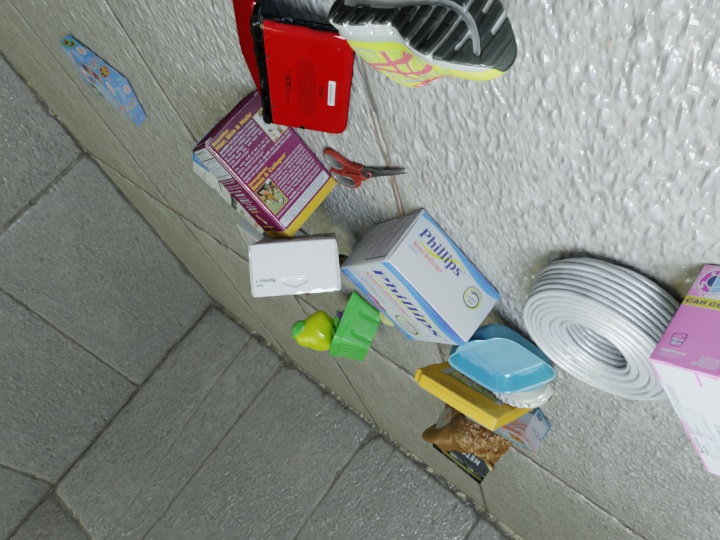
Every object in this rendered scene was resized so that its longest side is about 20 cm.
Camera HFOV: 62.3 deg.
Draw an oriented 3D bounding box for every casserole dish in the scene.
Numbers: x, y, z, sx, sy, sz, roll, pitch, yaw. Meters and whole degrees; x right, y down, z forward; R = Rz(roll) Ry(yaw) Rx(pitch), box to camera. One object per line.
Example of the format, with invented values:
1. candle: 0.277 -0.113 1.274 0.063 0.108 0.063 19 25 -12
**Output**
1. casserole dish: 0.224 0.139 0.941 0.120 0.039 0.198 -28 133 36

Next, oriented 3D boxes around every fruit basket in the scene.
1. fruit basket: -0.061 0.139 1.475 0.212 0.158 0.216 22 161 8

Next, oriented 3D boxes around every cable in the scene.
1. cable: 0.285 0.069 0.699 0.198 0.069 0.201 29 159 35

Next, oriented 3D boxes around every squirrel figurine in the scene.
1. squirrel figurine: 0.282 0.409 1.437 0.186 0.143 0.199 38 167 -13

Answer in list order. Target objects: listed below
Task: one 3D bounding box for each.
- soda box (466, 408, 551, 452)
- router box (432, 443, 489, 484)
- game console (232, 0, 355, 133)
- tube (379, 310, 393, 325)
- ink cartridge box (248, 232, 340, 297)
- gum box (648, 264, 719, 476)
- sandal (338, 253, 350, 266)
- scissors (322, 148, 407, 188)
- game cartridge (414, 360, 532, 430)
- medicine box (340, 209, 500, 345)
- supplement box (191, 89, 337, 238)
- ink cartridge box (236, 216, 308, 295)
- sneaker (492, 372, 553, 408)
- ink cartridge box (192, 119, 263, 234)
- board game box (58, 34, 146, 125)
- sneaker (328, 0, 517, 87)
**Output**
1. soda box: 0.296 0.303 1.251 0.064 0.069 0.199 49 162 -28
2. router box: 0.327 0.599 1.933 0.198 0.052 0.158 36 162 19
3. game console: -0.087 -0.282 0.745 0.168 0.122 0.200 8 162 -2
4. tube: 0.069 0.052 1.175 0.056 0.053 0.201 0 156 -5
5. ink cartridge box: -0.108 -0.014 1.022 0.200 0.141 0.086 -116 21 -83
6. gum box: 0.358 0.108 0.560 0.201 0.114 0.066 51 160 -29
7. sandal: 0.000 0.000 1.198 0.081 0.055 0.200 41 178 21
8. scissors: 0.012 -0.141 0.886 0.198 0.014 0.074 23 153 44
9. game cartridge: 0.213 0.219 1.096 0.174 0.033 0.198 27 -166 32
10. medicine box: 0.088 0.016 0.946 0.182 0.103 0.199 45 163 -13
11. supplement box: -0.156 -0.168 0.979 0.201 0.131 0.103 49 161 -23
12. ink cartridge box: -0.183 -0.052 1.401 0.198 0.084 0.146 35 162 19
13. sneaker: 0.246 0.173 1.050 0.198 0.075 0.082 25 148 42
14. ink cartridge box: -0.238 -0.182 1.203 0.200 0.085 0.144 43 163 -6
15. board game box: -0.622 -0.459 1.447 0.199 0.037 0.152 39 163 12
16. sneaker: 0.061 -0.204 0.536 0.199 0.079 0.090 35 172 39
